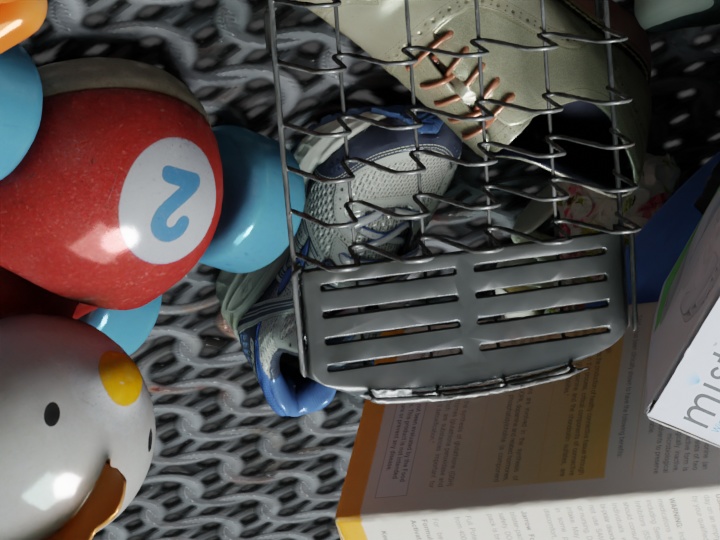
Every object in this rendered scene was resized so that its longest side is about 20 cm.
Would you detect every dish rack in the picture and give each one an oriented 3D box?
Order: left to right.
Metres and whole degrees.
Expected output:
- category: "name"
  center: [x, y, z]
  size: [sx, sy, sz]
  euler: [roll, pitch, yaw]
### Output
- category: "dish rack"
  center: [0.038, -0.048, 0.986]
  size: [0.153, 0.200, 0.055]
  euler: [-7, -168, -14]

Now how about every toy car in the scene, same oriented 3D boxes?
- category: "toy car"
  center: [-0.121, 0.034, 1.068]
  size: [0.177, 0.200, 0.184]
  euler: [-32, 148, 31]

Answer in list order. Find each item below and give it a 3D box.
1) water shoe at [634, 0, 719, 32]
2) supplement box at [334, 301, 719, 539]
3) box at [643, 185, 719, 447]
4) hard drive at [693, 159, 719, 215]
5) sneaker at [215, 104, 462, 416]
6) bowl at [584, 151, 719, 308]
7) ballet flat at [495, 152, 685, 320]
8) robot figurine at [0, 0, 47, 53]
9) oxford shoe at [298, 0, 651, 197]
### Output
- category: "water shoe"
  center: [0.144, -0.140, 1.010]
  size: [0.071, 0.079, 0.200]
  euler: [-8, 178, -4]
- category: "supplement box"
  center: [0.102, 0.080, 1.111]
  size: [0.200, 0.126, 0.074]
  euler: [-6, 126, 17]
- category: "box"
  center: [0.225, -0.007, 0.980]
  size: [0.176, 0.097, 0.200]
  euler: [22, 126, -3]
- category: "hard drive"
  center: [0.227, -0.100, 1.057]
  size: [0.140, 0.038, 0.200]
  euler: [-18, 148, -46]
- category: "sneaker"
  center: [0.000, 0.000, 1.186]
  size: [0.077, 0.085, 0.200]
  euler: [-1, 149, -23]
- category: "bowl"
  center: [0.176, 0.004, 1.227]
  size: [0.201, 0.039, 0.201]
  euler: [-37, 156, -19]
- category: "ballet flat"
  center: [0.099, -0.003, 1.262]
  size: [0.064, 0.076, 0.200]
  euler: [22, 146, -1]
- category: "robot figurine"
  center: [-0.171, -0.118, 0.850]
  size: [0.200, 0.144, 0.117]
  euler: [-23, -170, 18]
- category: "oxford shoe"
  center: [0.044, -0.089, 1.037]
  size: [0.200, 0.074, 0.071]
  euler: [21, 139, -33]
